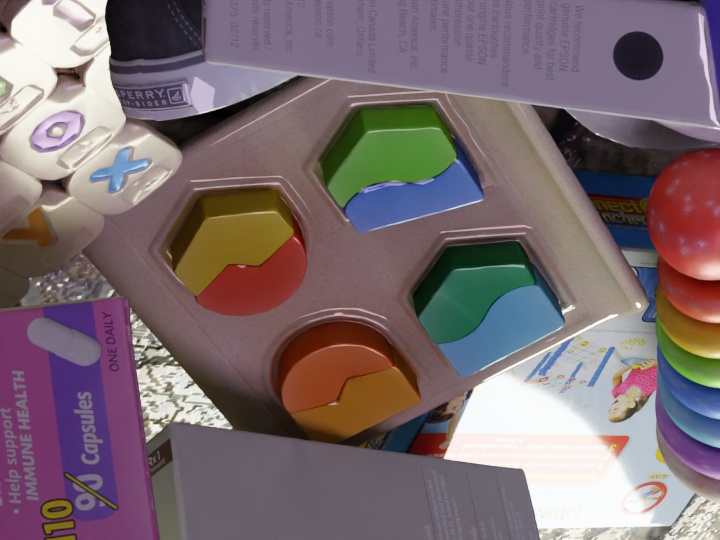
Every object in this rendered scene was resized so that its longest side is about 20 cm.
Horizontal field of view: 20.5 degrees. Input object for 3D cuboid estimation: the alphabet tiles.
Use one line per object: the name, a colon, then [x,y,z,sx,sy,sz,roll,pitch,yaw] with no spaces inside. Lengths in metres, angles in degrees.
alphabet tiles: [-0.149,-0.034,0.696,0.200,0.015,0.196,-38,156,10]

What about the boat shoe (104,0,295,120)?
boat shoe: [-0.026,-0.106,0.695,0.068,0.200,0.057,-3,109,25]

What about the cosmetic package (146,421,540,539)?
cosmetic package: [-0.023,0.135,0.896,0.199,0.090,0.107,7,147,-33]

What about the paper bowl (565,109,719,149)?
paper bowl: [0.154,-0.132,0.787,0.200,0.105,0.201,-13,138,-12]

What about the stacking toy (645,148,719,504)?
stacking toy: [0.163,0.022,0.872,0.085,0.086,0.200,-24,142,-2]

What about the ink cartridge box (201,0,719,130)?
ink cartridge box: [0.075,-0.109,0.626,0.199,0.198,0.044,10,123,13]

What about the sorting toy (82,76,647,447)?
sorting toy: [0.000,0.000,0.844,0.199,0.037,0.185,-25,128,16]

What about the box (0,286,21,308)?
box: [-0.215,0.031,0.809,0.158,0.048,0.200,-18,139,-9]

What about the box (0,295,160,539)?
box: [-0.170,0.115,0.701,0.199,0.177,0.097,-6,161,-10]

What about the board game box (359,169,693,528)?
board game box: [0.111,0.044,0.986,0.199,0.056,0.196,4,132,-30]
